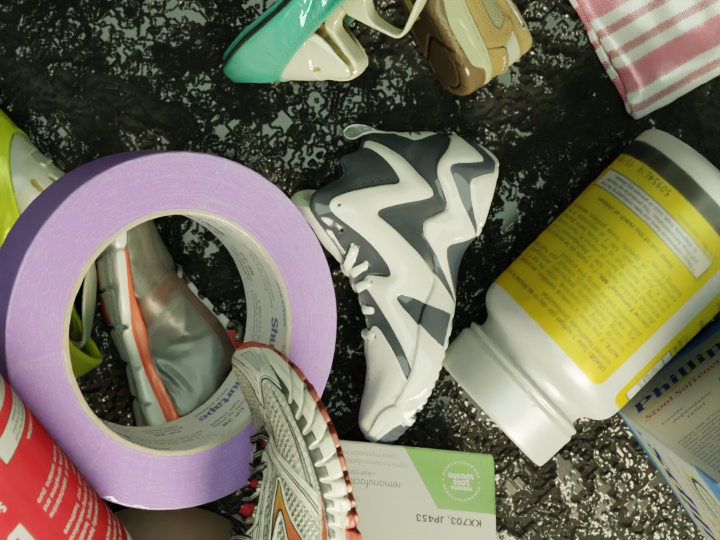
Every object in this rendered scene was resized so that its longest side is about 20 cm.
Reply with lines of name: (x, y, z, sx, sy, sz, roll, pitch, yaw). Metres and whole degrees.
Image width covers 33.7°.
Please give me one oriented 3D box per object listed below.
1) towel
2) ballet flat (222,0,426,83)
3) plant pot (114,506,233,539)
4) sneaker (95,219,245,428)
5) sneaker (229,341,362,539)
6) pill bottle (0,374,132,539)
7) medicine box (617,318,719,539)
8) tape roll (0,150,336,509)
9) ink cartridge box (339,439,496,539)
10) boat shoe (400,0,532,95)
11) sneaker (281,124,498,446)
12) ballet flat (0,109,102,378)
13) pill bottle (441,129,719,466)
towel: (0.195, -0.218, 0.767, 0.145, 0.030, 0.202, -29, 98, 5)
ballet flat: (-0.009, -0.155, 0.706, 0.200, 0.067, 0.071, -40, 87, 36)
plant pot: (-0.126, 0.267, 0.720, 0.184, 0.200, 0.191, -1, 99, -5)
sneaker: (-0.118, 0.037, 0.771, 0.081, 0.077, 0.203, -16, 104, -20)
sneaker: (-0.042, 0.138, 0.654, 0.081, 0.078, 0.203, -13, 82, -9)
pill bottle: (-0.184, 0.141, 0.600, 0.111, 0.113, 0.201, -30, 120, 0)
medicine box: (0.270, 0.144, 0.731, 0.102, 0.200, 0.183, -36, 97, -1)
tape roll: (-0.114, 0.032, 0.696, 0.197, 0.065, 0.204, -3, 96, -29)
ink cartridge box: (0.023, 0.214, 0.728, 0.115, 0.068, 0.203, 6, 63, -9)
boat shoe: (0.045, -0.216, 0.750, 0.076, 0.072, 0.202, -31, 105, -14)
sneaker: (0.000, 0.000, 0.760, 0.128, 0.080, 0.202, 18, 95, -4)
ballet flat: (-0.205, -0.024, 0.751, 0.066, 0.067, 0.204, -9, 104, 5)
pill bottle: (0.151, 0.019, 0.753, 0.200, 0.114, 0.114, -45, 97, 2)
